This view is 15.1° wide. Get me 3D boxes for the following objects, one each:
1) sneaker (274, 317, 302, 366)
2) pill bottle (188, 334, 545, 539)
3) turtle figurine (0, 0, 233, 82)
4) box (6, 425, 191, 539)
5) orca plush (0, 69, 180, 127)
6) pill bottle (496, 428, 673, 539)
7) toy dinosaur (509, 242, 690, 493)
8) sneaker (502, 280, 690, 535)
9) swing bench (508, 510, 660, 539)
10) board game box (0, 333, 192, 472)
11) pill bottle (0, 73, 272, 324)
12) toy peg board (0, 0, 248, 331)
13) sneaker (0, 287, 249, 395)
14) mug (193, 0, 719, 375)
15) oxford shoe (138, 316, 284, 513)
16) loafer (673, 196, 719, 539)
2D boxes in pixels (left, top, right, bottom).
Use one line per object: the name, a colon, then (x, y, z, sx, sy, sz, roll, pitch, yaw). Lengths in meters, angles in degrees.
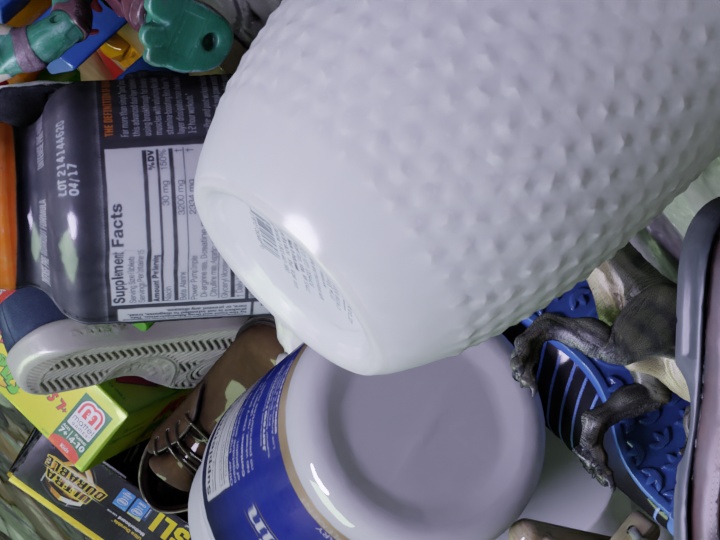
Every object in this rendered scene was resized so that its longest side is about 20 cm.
sneaker: (0.000, 0.000, 1.295, 0.083, 0.081, 0.200, 6, 127, 26)
pill bottle: (-0.005, 0.090, 1.210, 0.116, 0.116, 0.200, 46, 154, -1)
turtle figurine: (-0.117, -0.153, 1.210, 0.200, 0.100, 0.150, 21, 109, 50)
box: (-0.119, 0.118, 1.660, 0.160, 0.049, 0.200, 37, -161, -7)
orca plush: (-0.094, -0.026, 1.275, 0.200, 0.105, 0.071, 35, -146, -51)
pill bottle: (0.115, 0.167, 1.345, 0.111, 0.111, 0.200, 29, 156, 43)
toy dinosaur: (0.110, 0.033, 1.107, 0.200, 0.088, 0.047, 48, 175, -5)
sneaker: (0.108, 0.048, 1.181, 0.200, 0.070, 0.078, 50, 165, 11)
swing bench: (0.181, 0.191, 1.174, 0.199, 0.200, 0.130, 31, 115, 36)
board game box: (-0.146, 0.050, 1.611, 0.102, 0.048, 0.200, 44, -162, 8)
pill bottle: (-0.073, -0.032, 1.173, 0.106, 0.199, 0.107, 177, 90, -85)
toy peg board: (-0.132, -0.074, 1.404, 0.200, 0.098, 0.199, 41, 162, 14)
sneaker: (-0.121, 0.015, 1.517, 0.075, 0.200, 0.085, -40, 65, 33)
mug: (0.033, -0.045, 0.961, 0.148, 0.175, 0.200, 42, 162, 13)
oxford shoe: (-0.069, 0.088, 1.490, 0.073, 0.084, 0.200, 45, 146, 6)
loafer: (0.157, 0.073, 1.008, 0.063, 0.072, 0.201, 5, 104, 44)
